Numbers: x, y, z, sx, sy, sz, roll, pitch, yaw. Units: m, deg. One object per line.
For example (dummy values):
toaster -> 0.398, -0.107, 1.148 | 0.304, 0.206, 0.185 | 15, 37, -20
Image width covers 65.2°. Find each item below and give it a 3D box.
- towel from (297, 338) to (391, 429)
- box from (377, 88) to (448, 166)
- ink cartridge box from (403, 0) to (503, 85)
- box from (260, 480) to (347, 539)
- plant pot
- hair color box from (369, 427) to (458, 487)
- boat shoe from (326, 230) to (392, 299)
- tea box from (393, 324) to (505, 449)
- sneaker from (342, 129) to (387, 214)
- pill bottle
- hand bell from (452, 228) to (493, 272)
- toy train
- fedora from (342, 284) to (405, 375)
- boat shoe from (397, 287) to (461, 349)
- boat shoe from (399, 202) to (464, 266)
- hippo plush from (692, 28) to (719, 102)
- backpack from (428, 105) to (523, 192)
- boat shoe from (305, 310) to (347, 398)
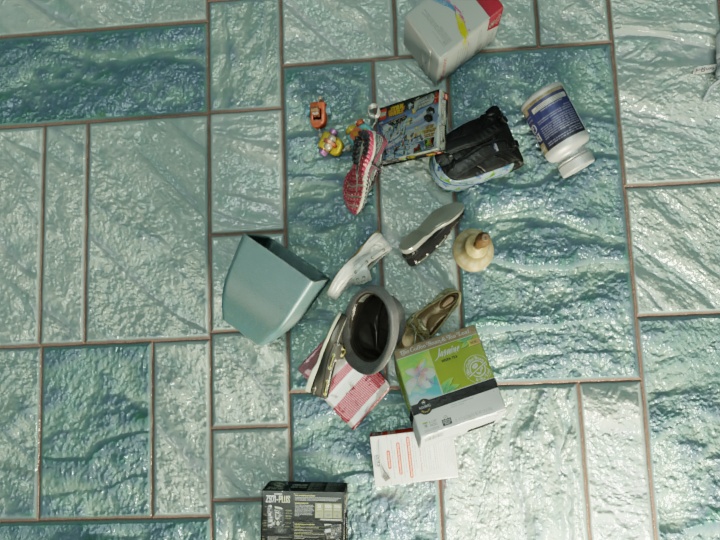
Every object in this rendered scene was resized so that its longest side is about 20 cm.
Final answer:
towel -> -0.038, 0.259, 1.359 | 0.144, 0.023, 0.200 | -45, 83, -1
box -> 0.119, -0.336, 1.344 | 0.196, 0.039, 0.142 | -1, 83, 46
ink cartridge box -> 0.219, -0.590, 1.370 | 0.198, 0.145, 0.146 | -38, 83, -1
box -> -0.128, 0.583, 1.298 | 0.193, 0.086, 0.170 | -1, 84, 3
plant pot -> -0.215, 0.055, 1.314 | 0.193, 0.196, 0.203 | 33, 95, 6
hair color box -> 0.123, 0.427, 1.310 | 0.193, 0.064, 0.115 | -7, 83, 1
boat shoe -> 0.000, 0.000, 1.359 | 0.069, 0.071, 0.201 | 40, 87, 9
tea box -> 0.192, 0.260, 1.256 | 0.194, 0.135, 0.202 | -17, 64, -4
sneaker -> 0.015, -0.233, 1.365 | 0.080, 0.073, 0.206 | 37, 118, 43
pill bottle -> 0.474, -0.331, 1.343 | 0.109, 0.111, 0.205 | -25, 82, 1
hand bell -> 0.269, -0.062, 1.283 | 0.100, 0.200, 0.108 | 0, 83, 4
toy train -> -0.051, -0.363, 1.396 | 0.193, 0.055, 0.156 | 4, 89, 15
fedora -> 0.042, 0.135, 1.317 | 0.174, 0.089, 0.207 | 18, 101, 45
boat shoe -> 0.161, 0.116, 1.340 | 0.073, 0.063, 0.200 | 43, 89, 6
boat shoe -> 0.180, -0.088, 1.362 | 0.199, 0.073, 0.061 | -41, 125, -17
hippo plush -> 0.907, -0.522, 1.308 | 0.194, 0.161, 0.165 | -14, 83, 2
backpack -> 0.260, -0.272, 1.346 | 0.196, 0.154, 0.167 | -26, 85, -20
boat shoe -> -0.067, 0.198, 1.323 | 0.059, 0.072, 0.207 | 22, 94, 2
